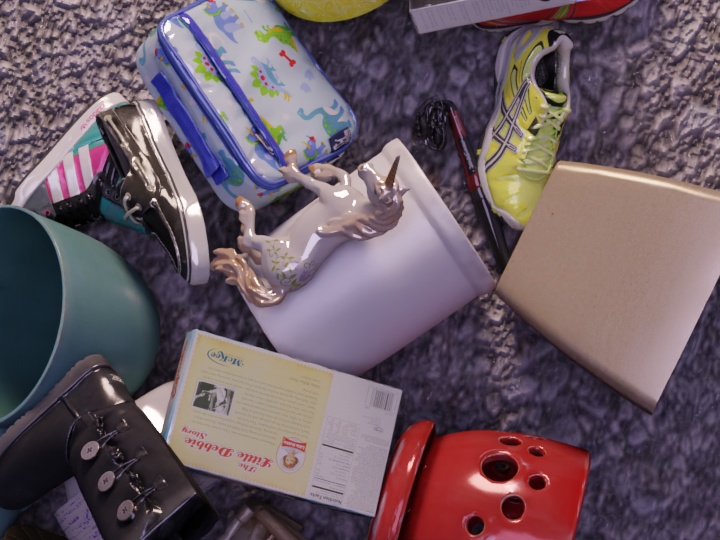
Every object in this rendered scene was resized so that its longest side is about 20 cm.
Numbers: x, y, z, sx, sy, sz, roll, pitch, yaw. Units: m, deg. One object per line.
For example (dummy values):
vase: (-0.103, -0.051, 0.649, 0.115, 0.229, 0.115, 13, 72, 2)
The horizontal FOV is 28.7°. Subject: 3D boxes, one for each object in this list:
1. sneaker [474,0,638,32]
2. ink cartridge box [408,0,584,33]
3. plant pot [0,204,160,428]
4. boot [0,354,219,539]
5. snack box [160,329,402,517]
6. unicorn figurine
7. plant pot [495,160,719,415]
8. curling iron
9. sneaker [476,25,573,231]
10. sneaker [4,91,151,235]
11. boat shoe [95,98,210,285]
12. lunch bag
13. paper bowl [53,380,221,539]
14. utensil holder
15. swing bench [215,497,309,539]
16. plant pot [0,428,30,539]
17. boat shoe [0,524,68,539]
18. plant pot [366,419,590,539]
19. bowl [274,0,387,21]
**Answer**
sneaker: (0.196, -0.276, 1.368, 0.198, 0.085, 0.078, -16, 89, 2)
ink cartridge box: (0.142, -0.334, 1.339, 0.198, 0.043, 0.200, -8, 64, 14)
plant pot: (-0.284, 0.054, 1.316, 0.199, 0.160, 0.202, -9, 74, 36)
boot: (-0.221, 0.189, 1.168, 0.165, 0.066, 0.200, -51, 52, 8)
snack box: (-0.070, 0.135, 1.231, 0.199, 0.037, 0.117, 18, 76, -16)
unicorn figurine: (-0.037, -0.046, 1.231, 0.201, 0.074, 0.137, -55, 50, 15)
plant pot: (0.237, 0.004, 1.314, 0.176, 0.200, 0.201, 26, 89, 14)
curling iron: (0.109, -0.079, 1.396, 0.049, 0.026, 0.201, -26, 92, 22)
sneaker: (0.163, -0.139, 1.360, 0.075, 0.076, 0.202, 2, 90, -25)
sneaker: (-0.261, -0.063, 1.382, 0.121, 0.084, 0.200, 39, 89, 12)
boat shoe: (-0.193, -0.068, 1.300, 0.063, 0.071, 0.201, -14, 61, -21)
lunch bag: (-0.109, -0.164, 1.340, 0.160, 0.082, 0.201, -31, 86, -41)
paper bowl: (-0.195, 0.179, 1.309, 0.200, 0.201, 0.105, -35, 87, 1)
utensil holder: (0.000, 0.000, 1.326, 0.199, 0.170, 0.171, -34, 87, 3)
swing bench: (-0.092, 0.351, 1.335, 0.200, 0.130, 0.199, 39, 90, 3)
plant pot: (-0.395, 0.199, 1.335, 0.134, 0.200, 0.201, -25, 87, -26)
boat shoe: (-0.269, 0.308, 1.352, 0.200, 0.072, 0.066, 32, 115, -30)
plant pot: (0.105, 0.238, 1.300, 0.181, 0.200, 0.202, 17, 89, 8)
bowl: (-0.033, -0.349, 1.328, 0.199, 0.108, 0.202, -10, 67, 23)
